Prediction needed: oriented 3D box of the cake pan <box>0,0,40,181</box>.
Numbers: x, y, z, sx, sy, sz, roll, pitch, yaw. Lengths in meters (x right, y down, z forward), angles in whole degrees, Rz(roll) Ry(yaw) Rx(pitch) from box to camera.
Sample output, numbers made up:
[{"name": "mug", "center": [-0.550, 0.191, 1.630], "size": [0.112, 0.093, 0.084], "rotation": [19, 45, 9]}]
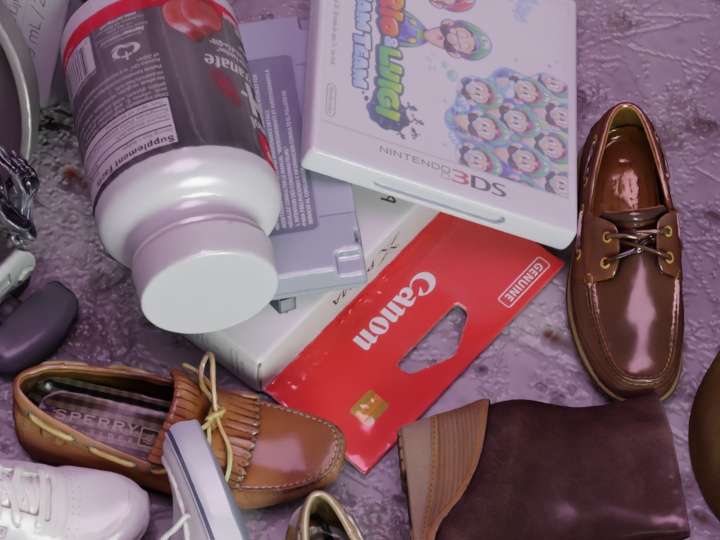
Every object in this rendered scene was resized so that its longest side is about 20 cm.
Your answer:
[{"name": "cake pan", "center": [-0.279, -0.112, 1.798], "size": [0.200, 0.200, 0.037], "rotation": [30, 31, 15]}]

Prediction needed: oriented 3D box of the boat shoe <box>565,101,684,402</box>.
[{"name": "boat shoe", "center": [0.164, -0.013, 1.806], "size": [0.072, 0.068, 0.200], "rotation": [-1, 61, -2]}]

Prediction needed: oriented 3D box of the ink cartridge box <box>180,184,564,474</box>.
[{"name": "ink cartridge box", "center": [0.000, 0.000, 1.809], "size": [0.176, 0.045, 0.200], "rotation": [36, 66, 19]}]

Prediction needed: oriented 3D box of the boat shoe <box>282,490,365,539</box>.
[{"name": "boat shoe", "center": [-0.003, 0.219, 1.665], "size": [0.072, 0.076, 0.200], "rotation": [-18, 63, -11]}]

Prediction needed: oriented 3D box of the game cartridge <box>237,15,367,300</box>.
[{"name": "game cartridge", "center": [-0.074, -0.066, 1.804], "size": [0.133, 0.040, 0.200], "rotation": [-6, 56, -4]}]

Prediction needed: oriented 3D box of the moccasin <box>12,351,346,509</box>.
[{"name": "moccasin", "center": [-0.108, 0.091, 1.734], "size": [0.201, 0.078, 0.074], "rotation": [15, 65, 8]}]

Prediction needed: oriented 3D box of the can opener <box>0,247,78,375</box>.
[{"name": "can opener", "center": [-0.254, 0.064, 1.763], "size": [0.066, 0.053, 0.200], "rotation": [37, 66, 17]}]

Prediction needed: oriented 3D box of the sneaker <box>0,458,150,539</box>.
[{"name": "sneaker", "center": [-0.222, 0.143, 1.692], "size": [0.200, 0.100, 0.075], "rotation": [-4, 58, -5]}]

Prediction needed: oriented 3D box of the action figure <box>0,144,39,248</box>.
[{"name": "action figure", "center": [-0.290, -0.014, 1.746], "size": [0.200, 0.119, 0.102], "rotation": [-29, 92, 17]}]

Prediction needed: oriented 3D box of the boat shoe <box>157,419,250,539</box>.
[{"name": "boat shoe", "center": [-0.097, 0.191, 1.666], "size": [0.086, 0.075, 0.202], "rotation": [-17, 89, -2]}]

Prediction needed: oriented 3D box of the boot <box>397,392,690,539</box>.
[{"name": "boot", "center": [0.111, 0.160, 1.703], "size": [0.166, 0.072, 0.200], "rotation": [-5, 57, -1]}]

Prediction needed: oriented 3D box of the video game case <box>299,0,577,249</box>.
[{"name": "video game case", "center": [0.053, -0.120, 1.839], "size": [0.182, 0.024, 0.200], "rotation": [17, 50, -17]}]

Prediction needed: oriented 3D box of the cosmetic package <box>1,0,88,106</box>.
[{"name": "cosmetic package", "center": [-0.219, -0.243, 1.841], "size": [0.200, 0.165, 0.165], "rotation": [30, 42, 16]}]

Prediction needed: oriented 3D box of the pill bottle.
[{"name": "pill bottle", "center": [-0.108, -0.066, 1.721], "size": [0.111, 0.111, 0.200], "rotation": [-11, 57, -7]}]

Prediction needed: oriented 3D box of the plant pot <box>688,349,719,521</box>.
[{"name": "plant pot", "center": [0.293, 0.056, 1.694], "size": [0.186, 0.200, 0.187], "rotation": [0, 60, 0]}]
